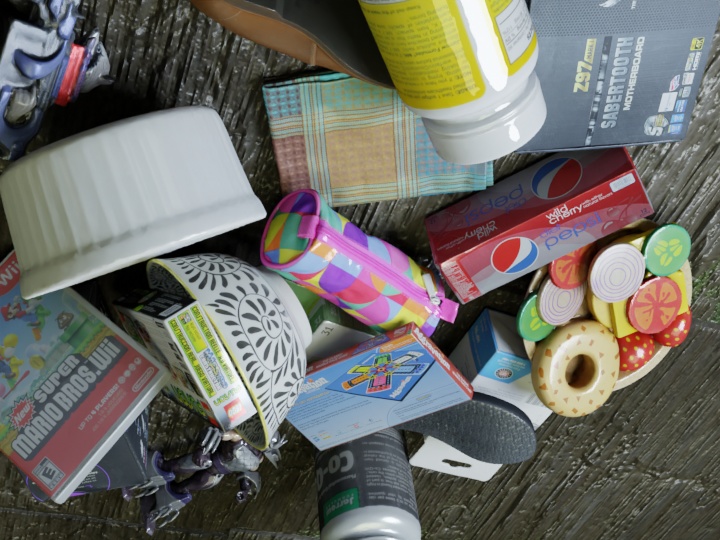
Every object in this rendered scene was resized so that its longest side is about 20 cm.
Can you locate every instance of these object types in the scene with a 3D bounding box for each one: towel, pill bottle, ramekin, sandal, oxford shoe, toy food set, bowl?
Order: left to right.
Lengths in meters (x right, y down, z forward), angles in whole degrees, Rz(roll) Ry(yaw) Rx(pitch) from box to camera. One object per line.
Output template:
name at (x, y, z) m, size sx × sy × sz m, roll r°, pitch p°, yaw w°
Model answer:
ramekin at (-0.182, -0.056, 0.759) m, size 0.198 × 0.200 × 0.099 m, roll -18°, pitch 94°, yaw 8°
bowl at (-0.107, 0.055, 0.895) m, size 0.094 × 0.200 × 0.202 m, roll -33°, pitch 138°, yaw -21°
oxford shoe at (-0.042, -0.193, 0.750) m, size 0.199 × 0.072 × 0.071 m, roll 23°, pitch 159°, yaw -28°
pill bottle at (0.007, 0.263, 1.079) m, size 0.112 × 0.201 × 0.114 m, roll -4°, pitch 133°, yaw -4°
towel at (0.021, -0.118, 0.848) m, size 0.198 × 0.022 × 0.148 m, roll -8°, pitch 133°, yaw -1°
sandal at (0.091, 0.144, 1.009) m, size 0.198 × 0.043 × 0.077 m, roll 18°, pitch 123°, yaw 5°
pill bottle at (0.065, -0.186, 0.712) m, size 0.113 × 0.115 × 0.201 m, roll -20°, pitch 125°, yaw 11°
toy food set at (0.248, 0.039, 0.967) m, size 0.198 × 0.049 × 0.200 m, roll -20°, pitch 114°, yaw -8°

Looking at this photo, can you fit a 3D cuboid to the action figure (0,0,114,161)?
action figure at (-0.264, -0.197, 0.707) m, size 0.192 × 0.105 × 0.201 m, roll 25°, pitch 98°, yaw -36°

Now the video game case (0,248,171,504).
video game case at (-0.283, 0.086, 0.851) m, size 0.143 × 0.199 × 0.017 m, roll -50°, pitch 161°, yaw -14°

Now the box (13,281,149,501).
box at (-0.296, 0.124, 0.969) m, size 0.121 × 0.107 × 0.201 m, roll -10°, pitch 134°, yaw -2°

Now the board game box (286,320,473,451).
board game box at (0.003, 0.121, 0.968) m, size 0.199 × 0.020 × 0.103 m, roll -24°, pitch 123°, yaw 33°

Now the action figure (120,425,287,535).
action figure at (-0.173, 0.228, 1.113) m, size 0.198 × 0.070 × 0.131 m, roll -24°, pitch 127°, yaw 10°

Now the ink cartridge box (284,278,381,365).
ink cartridge box at (-0.072, 0.081, 1.004) m, size 0.198 × 0.048 × 0.146 m, roll 19°, pitch 127°, yaw -27°

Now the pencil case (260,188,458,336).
pencil case at (0.000, 0.000, 0.902) m, size 0.088 × 0.089 × 0.199 m, roll -39°, pitch 133°, yaw 26°

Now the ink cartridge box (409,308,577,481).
ink cartridge box at (0.141, 0.144, 1.079) m, size 0.115 × 0.068 × 0.201 m, roll 17°, pitch 128°, yaw -21°

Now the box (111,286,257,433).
box at (-0.164, 0.074, 0.871) m, size 0.035 × 0.199 × 0.111 m, roll -32°, pitch 106°, yaw -21°

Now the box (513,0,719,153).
box at (0.204, -0.192, 0.785) m, size 0.156 × 0.051 × 0.201 m, roll -3°, pitch 134°, yaw -4°

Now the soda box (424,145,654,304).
soda box at (0.163, -0.051, 0.898) m, size 0.199 × 0.070 × 0.064 m, roll -26°, pitch 132°, yaw 15°
